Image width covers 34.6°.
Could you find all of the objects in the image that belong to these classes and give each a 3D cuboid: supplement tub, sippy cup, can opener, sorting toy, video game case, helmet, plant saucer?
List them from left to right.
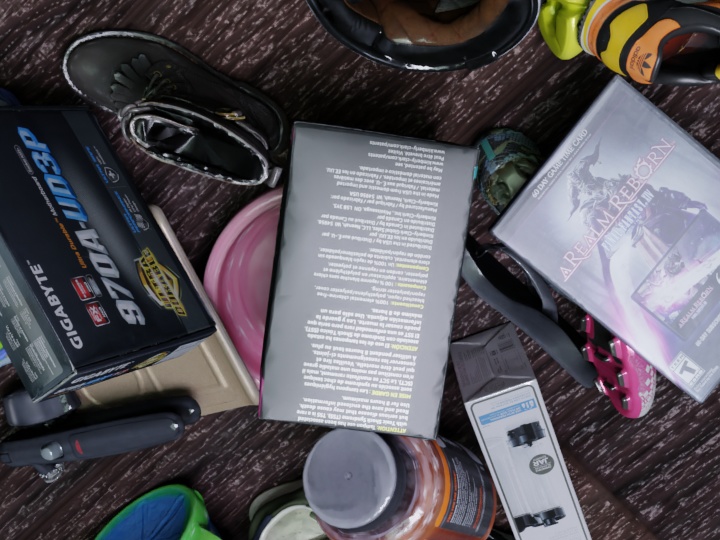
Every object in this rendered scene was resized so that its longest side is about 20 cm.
[{"bbox_3d":[-0.220,0.131,0.947,0.200,0.063,0.079,-6,117,30],"label":"can opener"},{"bbox_3d":[-0.191,0.045,0.945,0.200,0.036,0.185,-13,113,30],"label":"sorting toy"},{"bbox_3d":[-0.160,0.281,1.018,0.140,0.178,0.130,-41,115,-10],"label":"sippy cup"},{"bbox_3d":[-0.028,0.016,0.952,0.200,0.051,0.201,0,111,0],"label":"plant saucer"},{"bbox_3d":[0.029,0.167,0.876,0.107,0.200,0.107,-7,71,20],"label":"supplement tub"},{"bbox_3d":[0.044,-0.252,0.769,0.199,0.191,0.200,1,153,1],"label":"helmet"},{"bbox_3d":[0.212,-0.021,0.827,0.200,0.019,0.143,38,93,-6],"label":"video game case"}]

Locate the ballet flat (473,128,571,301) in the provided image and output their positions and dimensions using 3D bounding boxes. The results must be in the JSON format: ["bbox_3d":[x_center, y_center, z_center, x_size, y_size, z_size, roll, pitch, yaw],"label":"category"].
[{"bbox_3d":[0.159,-0.027,0.926,0.074,0.074,0.200,-43,107,15],"label":"ballet flat"}]

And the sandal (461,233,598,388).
[{"bbox_3d":[0.138,0.018,0.946,0.043,0.076,0.200,-42,117,16],"label":"sandal"}]

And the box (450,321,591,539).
[{"bbox_3d":[0.139,0.159,0.975,0.060,0.117,0.200,-20,112,5],"label":"box"}]

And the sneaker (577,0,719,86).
[{"bbox_3d":[0.257,-0.162,0.828,0.200,0.090,0.070,-8,132,-24],"label":"sneaker"}]

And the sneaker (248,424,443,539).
[{"bbox_3d":[-0.012,0.202,1.006,0.200,0.090,0.067,-30,108,11],"label":"sneaker"}]

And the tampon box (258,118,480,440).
[{"bbox_3d":[0.000,0.000,0.827,0.126,0.150,0.201,8,97,-4],"label":"tampon box"}]

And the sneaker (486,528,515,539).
[{"bbox_3d":[0.123,0.283,1.029,0.200,0.112,0.073,29,110,-12],"label":"sneaker"}]

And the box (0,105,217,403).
[{"bbox_3d":[-0.203,-0.020,0.795,0.046,0.159,0.200,-35,81,26],"label":"box"}]

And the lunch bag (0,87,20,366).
[{"bbox_3d":[-0.298,-0.029,0.883,0.161,0.082,0.200,-35,86,24],"label":"lunch bag"}]

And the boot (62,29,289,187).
[{"bbox_3d":[-0.138,-0.117,0.822,0.200,0.174,0.069,20,104,0],"label":"boot"}]

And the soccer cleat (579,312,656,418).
[{"bbox_3d":[0.206,0.013,0.874,0.086,0.070,0.201,-20,104,-13],"label":"soccer cleat"}]

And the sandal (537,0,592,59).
[{"bbox_3d":[0.171,-0.258,0.834,0.087,0.080,0.200,-11,117,-10],"label":"sandal"}]
